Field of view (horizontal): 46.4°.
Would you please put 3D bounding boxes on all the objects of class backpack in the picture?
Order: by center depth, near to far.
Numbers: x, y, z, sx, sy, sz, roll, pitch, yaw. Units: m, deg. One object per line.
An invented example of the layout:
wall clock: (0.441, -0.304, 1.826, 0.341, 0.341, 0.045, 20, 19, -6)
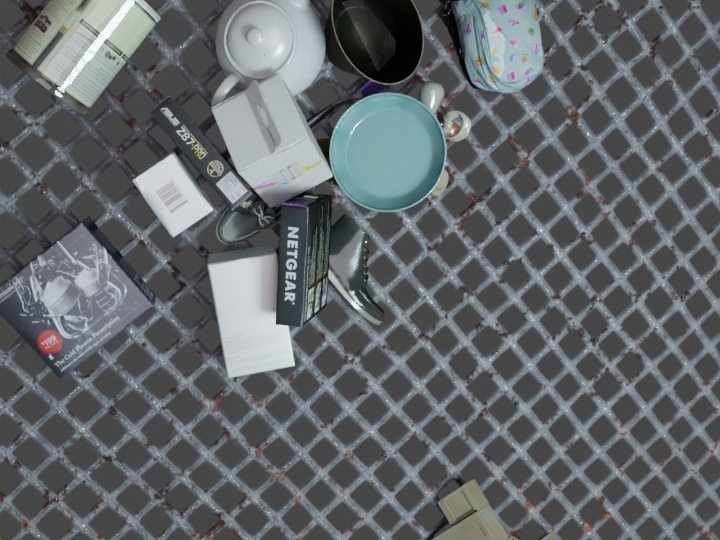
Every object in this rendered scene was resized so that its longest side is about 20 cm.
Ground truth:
backpack: (0.238, -0.411, 1.468, 0.166, 0.127, 0.201, -15, 105, -12)

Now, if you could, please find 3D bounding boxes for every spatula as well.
spatula: (-0.033, -0.291, 1.480, 0.199, 0.057, 0.021, -29, 70, 2)

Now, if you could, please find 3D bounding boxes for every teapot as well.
teapot: (-0.156, -0.367, 1.364, 0.196, 0.146, 0.201, -6, 100, 10)

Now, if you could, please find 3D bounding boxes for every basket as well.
basket: (0.007, -0.390, 1.386, 0.136, 0.200, 0.181, -31, 105, -6)

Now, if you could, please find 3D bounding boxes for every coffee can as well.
coffee can: (-0.435, -0.369, 1.329, 0.146, 0.146, 0.200, 39, 90, -15)

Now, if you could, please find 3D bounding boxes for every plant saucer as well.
plant saucer: (0.048, -0.200, 1.432, 0.199, 0.036, 0.201, 0, 93, 8)

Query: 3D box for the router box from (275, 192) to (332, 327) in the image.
router box: (-0.092, -0.021, 1.401, 0.051, 0.149, 0.201, 6, 103, 12)

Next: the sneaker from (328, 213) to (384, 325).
sneaker: (0.000, 0.000, 1.514, 0.106, 0.075, 0.200, -41, 103, 1)

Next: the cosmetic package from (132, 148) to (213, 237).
cosmetic package: (-0.304, -0.130, 1.369, 0.081, 0.200, 0.113, -34, 107, -3)

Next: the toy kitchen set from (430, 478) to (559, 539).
toy kitchen set: (0.250, 0.523, 1.667, 0.163, 0.180, 0.200, -44, 68, 35)

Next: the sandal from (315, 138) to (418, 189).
sandal: (0.006, -0.184, 1.486, 0.199, 0.054, 0.081, 10, 98, 9)

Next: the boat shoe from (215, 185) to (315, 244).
boat shoe: (-0.166, -0.111, 1.469, 0.200, 0.062, 0.073, -33, 104, -4)

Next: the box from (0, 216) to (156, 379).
box: (-0.479, 0.043, 1.412, 0.200, 0.104, 0.182, -39, 103, -3)

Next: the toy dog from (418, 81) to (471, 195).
toy dog: (0.131, -0.227, 1.490, 0.132, 0.096, 0.200, 42, 125, 22)

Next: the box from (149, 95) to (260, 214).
box: (-0.249, -0.181, 1.372, 0.049, 0.161, 0.200, -41, 91, -3)

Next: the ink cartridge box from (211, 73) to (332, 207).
ink cartridge box: (-0.144, -0.211, 1.362, 0.125, 0.200, 0.129, -27, 72, 4)

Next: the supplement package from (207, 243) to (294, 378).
supplement package: (-0.191, 0.067, 1.465, 0.121, 0.120, 0.201, -9, 101, -8)
